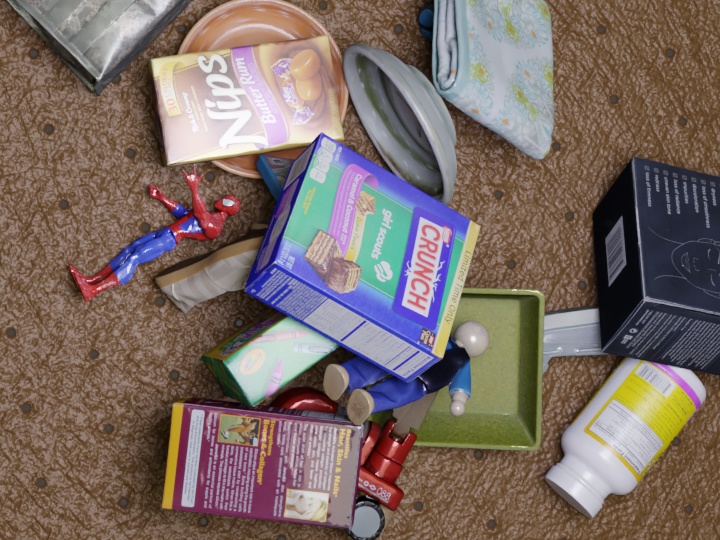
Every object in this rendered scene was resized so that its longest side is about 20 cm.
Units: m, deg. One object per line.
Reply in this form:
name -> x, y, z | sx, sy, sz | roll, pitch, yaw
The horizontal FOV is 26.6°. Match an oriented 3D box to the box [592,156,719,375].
box -> 0.380, -0.001, 1.738 | 0.195, 0.124, 0.201 | 11, 55, -12

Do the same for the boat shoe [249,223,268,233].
boat shoe -> -0.050, 0.000, 1.656 | 0.075, 0.199, 0.069 | 13, 95, -54

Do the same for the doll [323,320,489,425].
doll -> 0.061, 0.102, 1.595 | 0.199, 0.049, 0.136 | -22, 54, -38

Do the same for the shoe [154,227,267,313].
shoe -> -0.139, -0.001, 1.635 | 0.070, 0.199, 0.054 | -31, 99, -49

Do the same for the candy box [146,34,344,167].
candy box -> -0.125, -0.183, 1.656 | 0.198, 0.056, 0.118 | -10, 93, -12

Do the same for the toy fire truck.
toy fire truck -> -0.008, 0.175, 1.677 | 0.175, 0.129, 0.201 | 32, 87, -11

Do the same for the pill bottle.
pill bottle -> 0.304, 0.187, 1.771 | 0.104, 0.104, 0.200 | 43, 82, -10

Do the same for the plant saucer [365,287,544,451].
plant saucer -> 0.105, 0.100, 1.705 | 0.198, 0.048, 0.201 | 2, 115, 7

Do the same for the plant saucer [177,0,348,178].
plant saucer -> -0.113, -0.203, 1.705 | 0.198, 0.037, 0.202 | 0, 90, -13

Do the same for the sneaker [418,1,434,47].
sneaker -> 0.154, -0.239, 1.751 | 0.082, 0.073, 0.201 | -41, 104, -22

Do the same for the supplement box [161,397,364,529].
supplement box -> -0.099, 0.199, 1.584 | 0.198, 0.086, 0.111 | 6, 90, 0

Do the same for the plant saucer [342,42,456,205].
plant saucer -> 0.054, -0.165, 1.646 | 0.050, 0.200, 0.201 | -32, 97, -13

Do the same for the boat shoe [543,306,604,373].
boat shoe -> 0.202, 0.089, 1.764 | 0.199, 0.070, 0.072 | -9, 92, -14

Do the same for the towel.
towel -> 0.150, -0.242, 1.675 | 0.171, 0.048, 0.202 | 26, 55, -37

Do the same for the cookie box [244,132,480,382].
cookie box -> 0.006, -0.013, 1.535 | 0.199, 0.075, 0.172 | 29, 55, -17

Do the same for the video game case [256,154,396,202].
video game case -> -0.002, -0.073, 1.662 | 0.199, 0.143, 0.018 | 6, 120, -28

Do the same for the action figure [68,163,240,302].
action figure -> -0.228, -0.053, 1.659 | 0.199, 0.065, 0.100 | -25, 113, -13

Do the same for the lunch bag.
lunch bag -> -0.294, -0.319, 1.623 | 0.200, 0.118, 0.164 | 45, 81, -4

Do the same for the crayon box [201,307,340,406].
crayon box -> -0.097, 0.084, 1.626 | 0.118, 0.200, 0.058 | -34, 96, -11
